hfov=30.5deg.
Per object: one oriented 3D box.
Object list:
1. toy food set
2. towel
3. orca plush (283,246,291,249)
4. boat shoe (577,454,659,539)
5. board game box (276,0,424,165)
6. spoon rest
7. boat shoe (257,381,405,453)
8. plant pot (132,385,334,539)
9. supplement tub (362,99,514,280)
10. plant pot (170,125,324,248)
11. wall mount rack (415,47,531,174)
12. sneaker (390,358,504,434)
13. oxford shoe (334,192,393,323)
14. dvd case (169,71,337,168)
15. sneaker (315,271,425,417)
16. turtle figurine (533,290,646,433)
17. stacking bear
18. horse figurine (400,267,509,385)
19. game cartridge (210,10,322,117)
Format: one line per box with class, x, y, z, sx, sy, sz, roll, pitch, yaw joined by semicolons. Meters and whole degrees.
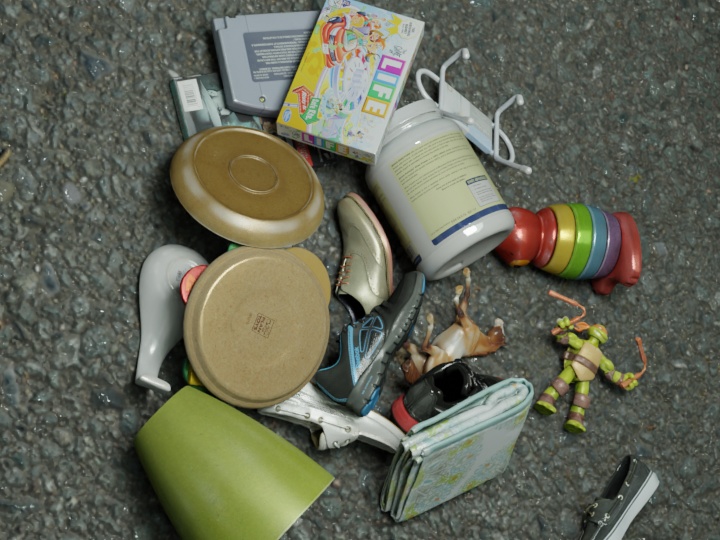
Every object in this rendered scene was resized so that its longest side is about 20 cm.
toy food set;-0.126;0.062;1.575;0.196;0.048;0.203;9;88;-29
towel;0.121;0.228;1.672;0.198;0.172;0.048;-20;56;-27
orca plush;-0.144;0.016;1.645;0.105;0.071;0.203;13;88;-48
boat shoe;0.336;0.334;1.810;0.057;0.069;0.200;47;57;-1
board game box;-0.011;-0.245;1.684;0.133;0.034;0.202;18;69;6
spoon rest;-0.233;0.058;1.596;0.099;0.061;0.202;26;55;-20
boat shoe;-0.039;0.193;1.650;0.198;0.071;0.070;25;69;-10
plant pot;-0.163;0.237;1.531;0.200;0.187;0.187;44;63;5
supplement tub;0.095;-0.106;1.725;0.144;0.145;0.202;-24;77;-28
plant pot;-0.133;-0.111;1.613;0.197;0.028;0.202;14;45;-14
wall mount rack;0.165;-0.206;1.797;0.199;0.074;0.175;35;39;-28
sneaker;0.134;0.160;1.707;0.199;0.098;0.071;-5;50;-41
oxford shoe;0.000;0.000;1.709;0.073;0.071;0.203;-17;86;-25
dvd case;-0.136;-0.191;1.710;0.198;0.022;0.148;-14;85;-29
sneaker;0.016;0.077;1.633;0.081;0.073;0.201;25;66;11
turtle figurine;0.299;0.131;1.832;0.199;0.064;0.162;37;73;-24
stacking bear;0.275;-0.039;1.837;0.197;0.121;0.115;7;78;-17
horse figurine;0.112;0.092;1.740;0.199;0.050;0.134;-38;131;-33
game cartridge;-0.091;-0.268;1.718;0.198;0.041;0.135;-9;87;-28
